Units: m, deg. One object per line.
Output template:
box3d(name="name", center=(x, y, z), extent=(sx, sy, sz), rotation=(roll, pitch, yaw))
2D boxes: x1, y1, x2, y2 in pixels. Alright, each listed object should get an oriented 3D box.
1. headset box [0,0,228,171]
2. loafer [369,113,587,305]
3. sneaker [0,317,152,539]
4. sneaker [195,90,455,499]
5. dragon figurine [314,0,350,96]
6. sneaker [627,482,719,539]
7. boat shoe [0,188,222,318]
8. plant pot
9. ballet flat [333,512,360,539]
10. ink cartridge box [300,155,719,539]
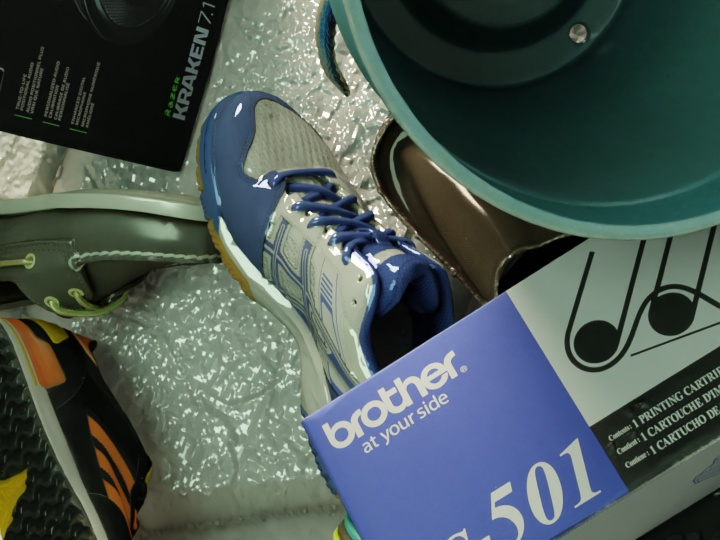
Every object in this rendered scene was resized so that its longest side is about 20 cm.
box3d(name="headset box", center=(-0.151, -0.150, 0.802), extent=(0.092, 0.200, 0.175), rotation=(17, 92, 31))
box3d(name="loafer", center=(0.075, -0.013, 0.729), extent=(0.200, 0.071, 0.073), rotation=(39, 104, 28))
box3d(name="sneaker", center=(-0.121, 0.109, 0.819), extent=(0.070, 0.090, 0.201), rotation=(-38, 66, 32))
box3d(name="sneaker", center=(0.000, 0.000, 0.756), extent=(0.088, 0.075, 0.201), rotation=(-44, 69, 50))
box3d(name="dragon figurine", center=(0.032, -0.173, 0.778), extent=(0.099, 0.059, 0.201), rotation=(14, 91, 31))
box3d(name="sneaker", center=(0.125, 0.111, 0.679), extent=(0.199, 0.088, 0.076), rotation=(-4, 44, 40))
box3d(name="boat shoe", center=(-0.139, -0.006, 0.856), extent=(0.201, 0.072, 0.061), rotation=(-1, 84, 37))
box3d(name="plant pot", center=(0.071, -0.125, 0.655), extent=(0.199, 0.188, 0.201), rotation=(-2, 100, -12))
box3d(name="ballet flat", center=(0.070, 0.155, 0.721), extent=(0.199, 0.067, 0.067), rotation=(16, 110, 29))
box3d(name="ink cartridge box", center=(0.086, 0.045, 0.642), extent=(0.199, 0.044, 0.094), rotation=(-33, 58, 4))
